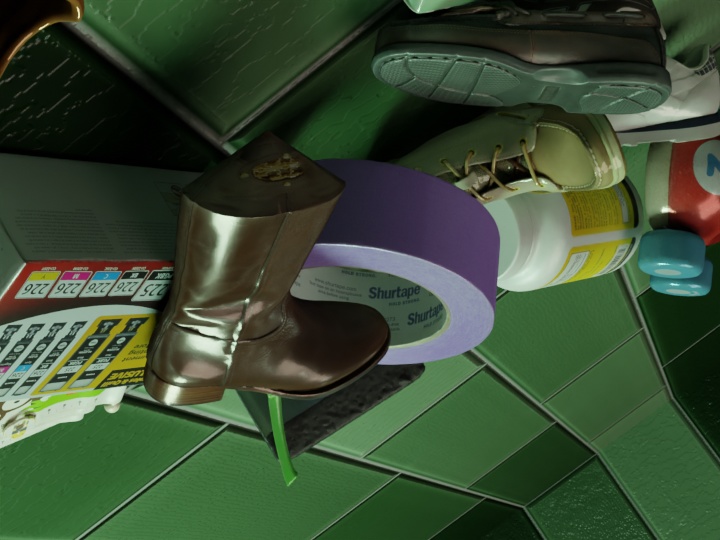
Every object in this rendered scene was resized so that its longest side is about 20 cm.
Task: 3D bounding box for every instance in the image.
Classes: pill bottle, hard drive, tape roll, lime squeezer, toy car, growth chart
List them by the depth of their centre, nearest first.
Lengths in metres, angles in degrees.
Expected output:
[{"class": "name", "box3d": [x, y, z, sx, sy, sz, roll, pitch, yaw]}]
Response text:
[{"class": "tape roll", "box3d": [0.000, 0.000, 0.843, 0.197, 0.067, 0.201, 5, 154, 2]}, {"class": "lime squeezer", "box3d": [-0.101, 0.070, 0.878, 0.071, 0.200, 0.038, -41, -163, 19]}, {"class": "growth chart", "box3d": [-0.253, 0.102, 0.896, 0.198, 0.018, 0.145, -23, 155, -30]}, {"class": "hard drive", "box3d": [-0.035, 0.089, 1.011, 0.139, 0.033, 0.200, -31, -164, -8]}, {"class": "pill bottle", "box3d": [0.167, -0.042, 1.082, 0.199, 0.113, 0.113, -9, 147, -48]}, {"class": "toy car", "box3d": [0.376, -0.075, 1.112, 0.197, 0.187, 0.177, 4, 169, 22]}]

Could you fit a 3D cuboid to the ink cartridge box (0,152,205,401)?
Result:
[{"class": "ink cartridge box", "box3d": [-0.190, 0.021, 0.728, 0.176, 0.084, 0.199, -46, 157, 26]}]

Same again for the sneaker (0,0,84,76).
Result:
[{"class": "sneaker", "box3d": [-0.206, -0.086, 0.486, 0.199, 0.085, 0.073, -33, 160, -1]}]

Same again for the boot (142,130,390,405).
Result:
[{"class": "boot", "box3d": [-0.035, -0.002, 0.710, 0.184, 0.065, 0.201, -13, 144, -31]}]

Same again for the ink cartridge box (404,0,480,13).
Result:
[{"class": "ink cartridge box", "box3d": [0.116, -0.246, 0.676, 0.160, 0.050, 0.201, -19, 155, -35]}]

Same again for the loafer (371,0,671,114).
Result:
[{"class": "loafer", "box3d": [0.102, -0.142, 0.752, 0.197, 0.064, 0.072, 5, 164, -13]}]

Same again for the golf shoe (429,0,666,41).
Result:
[{"class": "golf shoe", "box3d": [0.127, -0.161, 0.806, 0.198, 0.095, 0.078, -24, 158, -21]}]

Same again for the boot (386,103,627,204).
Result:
[{"class": "boot", "box3d": [0.091, -0.070, 0.869, 0.153, 0.073, 0.200, -26, -163, -14]}]

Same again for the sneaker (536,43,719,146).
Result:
[{"class": "sneaker", "box3d": [0.219, -0.148, 1.011, 0.197, 0.082, 0.076, -8, -167, -20]}]
